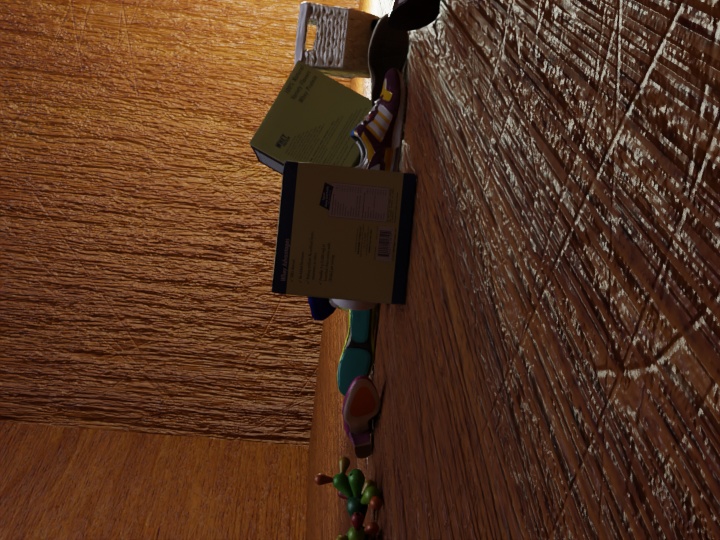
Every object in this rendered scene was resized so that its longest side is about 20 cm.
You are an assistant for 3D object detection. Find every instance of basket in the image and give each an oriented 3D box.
[{"bbox_3d":[-0.028,-0.470,1.893,0.200,0.123,0.137,-7,-74,-58],"label":"basket"}]

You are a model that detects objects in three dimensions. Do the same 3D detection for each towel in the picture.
[{"bbox_3d":[-0.063,0.000,1.875,0.148,0.049,0.200,-58,-26,-27],"label":"towel"}]

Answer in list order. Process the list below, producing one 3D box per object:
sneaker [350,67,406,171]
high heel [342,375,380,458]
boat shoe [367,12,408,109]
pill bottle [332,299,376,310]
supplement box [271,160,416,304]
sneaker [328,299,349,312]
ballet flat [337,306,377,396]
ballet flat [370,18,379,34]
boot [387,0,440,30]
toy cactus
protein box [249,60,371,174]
[{"bbox_3d":[0.029,-0.261,1.608,0.075,0.089,0.202,124,151,-80],"label":"sneaker"},{"bbox_3d":[-0.002,0.231,1.593,0.096,0.067,0.201,-105,5,-48],"label":"high heel"},{"bbox_3d":[0.048,-0.379,1.661,0.065,0.072,0.201,-92,3,-50],"label":"boat shoe"},{"bbox_3d":[0.001,-0.039,1.569,0.111,0.110,0.201,-96,12,-68],"label":"pill bottle"},{"bbox_3d":[-0.029,-0.057,1.412,0.134,0.198,0.202,-164,79,-86],"label":"supplement box"},{"bbox_3d":[0.000,0.000,1.832,0.090,0.078,0.201,33,125,37],"label":"sneaker"},{"bbox_3d":[0.001,0.142,1.748,0.067,0.066,0.202,-5,-76,-73],"label":"ballet flat"},{"bbox_3d":[0.039,-0.413,1.814,0.066,0.057,0.201,-38,41,46],"label":"ballet flat"},{"bbox_3d":[0.087,-0.460,1.279,0.186,0.064,0.202,143,130,-66],"label":"boot"},{"bbox_3d":[-0.012,0.399,1.454,0.200,0.101,0.166,-128,34,-71],"label":"toy cactus"},{"bbox_3d":[-0.083,-0.272,1.842,0.199,0.199,0.135,-60,-4,-6],"label":"protein box"}]
